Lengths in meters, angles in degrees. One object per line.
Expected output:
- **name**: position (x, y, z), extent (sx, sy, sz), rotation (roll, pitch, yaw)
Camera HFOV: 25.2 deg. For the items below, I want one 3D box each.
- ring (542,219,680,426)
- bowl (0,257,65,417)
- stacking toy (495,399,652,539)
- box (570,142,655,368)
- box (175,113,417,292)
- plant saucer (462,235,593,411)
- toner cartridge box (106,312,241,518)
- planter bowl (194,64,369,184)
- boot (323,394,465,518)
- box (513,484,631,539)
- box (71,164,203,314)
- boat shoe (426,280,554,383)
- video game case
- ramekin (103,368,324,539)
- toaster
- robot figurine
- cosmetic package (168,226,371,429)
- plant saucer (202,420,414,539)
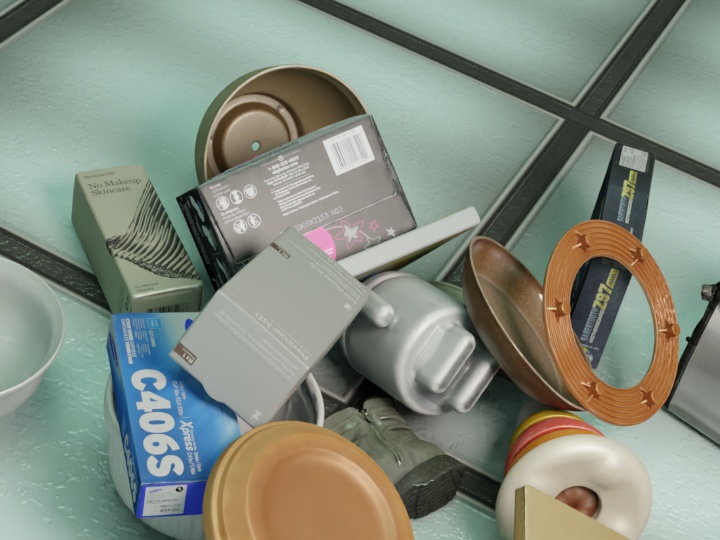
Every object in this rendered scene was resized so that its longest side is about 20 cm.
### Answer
- **ring**: position (0.248, 0.049, 1.555), extent (0.199, 0.019, 0.203), rotation (14, 68, -38)
- **bowl**: position (-0.375, 0.079, 1.489), extent (0.199, 0.091, 0.202), rotation (8, 41, -7)
- **stacking toy**: position (0.186, 0.177, 1.529), extent (0.144, 0.148, 0.200), rotation (6, 25, -9)
- **box**: position (0.266, -0.018, 1.736), extent (0.050, 0.159, 0.201), rotation (16, 40, 5)
- **box**: position (-0.067, -0.059, 1.633), extent (0.198, 0.115, 0.133), rotation (-24, 94, -19)
- **plant saucer**: position (0.157, 0.059, 1.556), extent (0.200, 0.037, 0.201), rotation (44, 22, -23)
- **toner cartridge box**: position (-0.158, 0.119, 1.377), extent (0.094, 0.043, 0.201), rotation (0, 41, -19)
- **planter bowl**: position (-0.097, -0.130, 1.754), extent (0.198, 0.203, 0.135), rotation (-7, 15, -23)
- **boot**: position (-0.009, 0.189, 1.498), extent (0.199, 0.068, 0.130), rotation (-18, 44, -42)
- **box**: position (0.184, 0.299, 1.339), extent (0.163, 0.021, 0.202), rotation (32, 49, -35)
- **box**: position (-0.233, -0.020, 1.663), extent (0.081, 0.069, 0.201), rotation (-10, 46, -25)
- **boat shoe**: position (0.138, 0.079, 1.677), extent (0.199, 0.057, 0.067), rotation (29, 76, 23)
- **video game case**: position (0.000, 0.000, 1.635), extent (0.199, 0.182, 0.023), rotation (-22, 85, -36)
- **ramekin**: position (-0.137, 0.154, 1.460), extent (0.198, 0.106, 0.201), rotation (8, 39, -7)
- **toaster**: position (0.411, 0.075, 1.650), extent (0.118, 0.182, 0.199), rotation (36, 44, 23)
- **robot figurine**: position (0.052, 0.069, 1.584), extent (0.113, 0.170, 0.200), rotation (-51, 36, -6)
- **cosmetic package**: position (-0.075, 0.047, 1.417), extent (0.107, 0.090, 0.200), rotation (39, 21, 0)
- **plant saucer**: position (-0.032, 0.209, 1.297), extent (0.199, 0.037, 0.202), rotation (21, 49, -26)
